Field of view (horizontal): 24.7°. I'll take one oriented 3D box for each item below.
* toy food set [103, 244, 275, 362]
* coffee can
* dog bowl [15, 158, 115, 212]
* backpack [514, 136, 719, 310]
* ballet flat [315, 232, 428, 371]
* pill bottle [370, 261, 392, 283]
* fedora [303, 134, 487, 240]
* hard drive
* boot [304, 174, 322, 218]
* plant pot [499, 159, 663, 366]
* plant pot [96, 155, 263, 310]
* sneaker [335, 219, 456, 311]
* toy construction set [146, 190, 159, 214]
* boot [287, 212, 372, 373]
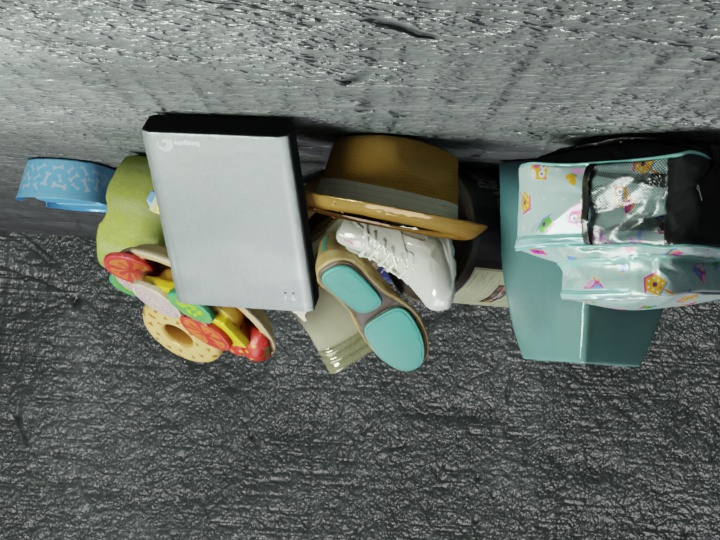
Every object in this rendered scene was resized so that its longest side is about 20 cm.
[{"bbox_3d":[-0.179,0.039,1.711,0.199,0.049,0.198,13,153,42],"label":"toy food set"},{"bbox_3d":[0.143,-0.033,1.793,0.199,0.148,0.146,5,177,-41],"label":"coffee can"},{"bbox_3d":[-0.352,-0.104,2.038,0.110,0.050,0.200,3,177,12],"label":"dog bowl"},{"bbox_3d":[0.236,-0.043,1.453,0.198,0.155,0.175,10,-173,37],"label":"backpack"},{"bbox_3d":[0.016,0.029,1.766,0.068,0.063,0.200,-24,133,15],"label":"ballet flat"},{"bbox_3d":[0.004,-0.042,2.208,0.110,0.112,0.199,1,177,43],"label":"pill bottle"},{"bbox_3d":[0.028,-0.083,1.562,0.198,0.083,0.201,11,179,0],"label":"fedora"},{"bbox_3d":[-0.117,-0.052,1.518,0.138,0.202,0.033,4,-141,13],"label":"hard drive"},{"bbox_3d":[-0.037,-0.031,1.989,0.066,0.176,0.200,-29,-169,-17],"label":"boot"},{"bbox_3d":[0.232,-0.005,1.673,0.140,0.203,0.141,5,176,-38],"label":"plant pot"},{"bbox_3d":[-0.190,-0.045,1.840,0.182,0.203,0.200,15,179,6],"label":"plant pot"},{"bbox_3d":[0.027,-0.027,1.684,0.098,0.078,0.201,-11,-134,-25],"label":"sneaker"},{"bbox_3d":[-0.131,-0.058,1.646,0.092,0.131,0.200,36,166,30],"label":"toy construction set"},{"bbox_3d":[0.000,0.000,1.831,0.200,0.155,0.072,-42,-159,-16],"label":"boot"}]
